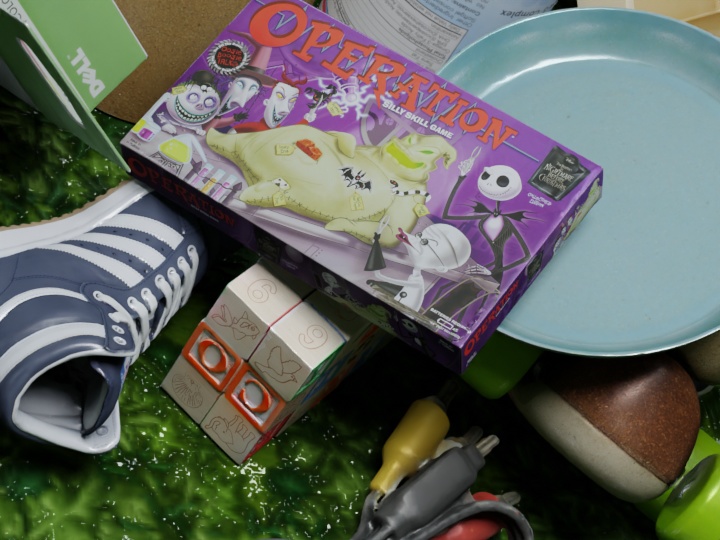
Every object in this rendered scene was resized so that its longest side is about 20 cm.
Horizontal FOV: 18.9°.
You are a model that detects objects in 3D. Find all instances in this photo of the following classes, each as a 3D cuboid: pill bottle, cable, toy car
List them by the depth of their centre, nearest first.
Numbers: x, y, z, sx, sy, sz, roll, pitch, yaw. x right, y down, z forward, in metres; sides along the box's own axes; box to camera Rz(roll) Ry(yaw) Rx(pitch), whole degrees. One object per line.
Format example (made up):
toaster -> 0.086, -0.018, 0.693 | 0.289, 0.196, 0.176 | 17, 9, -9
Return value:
cable -> 0.008, 0.136, 1.042 | 0.199, 0.050, 0.098 | -32, 91, -33
toy car -> 0.165, 0.015, 1.088 | 0.164, 0.200, 0.158 | 39, 4, -5
pill bottle -> 0.042, -0.147, 1.174 | 0.108, 0.200, 0.109 | 17, 46, -19

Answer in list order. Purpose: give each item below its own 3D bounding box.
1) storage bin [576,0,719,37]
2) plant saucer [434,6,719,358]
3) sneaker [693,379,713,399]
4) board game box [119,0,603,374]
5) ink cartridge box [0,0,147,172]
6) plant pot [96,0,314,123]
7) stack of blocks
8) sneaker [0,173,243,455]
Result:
storage bin -> 0.211, -0.243, 1.349 | 0.198, 0.093, 0.202 | -20, 108, -51
plant saucer -> 0.115, -0.040, 1.033 | 0.198, 0.028, 0.202 | -1, 57, 2
sneaker -> 0.199, -0.014, 1.244 | 0.077, 0.085, 0.201 | 28, 44, -8
board game box -> 0.000, -0.048, 1.015 | 0.199, 0.032, 0.120 | 30, 60, 21
ink cartridge box -> -0.167, -0.135, 1.036 | 0.059, 0.104, 0.200 | -43, 46, -14
plant pot -> -0.084, -0.211, 1.151 | 0.185, 0.200, 0.188 | 17, 45, -18
stack of blocks -> 0.000, 0.000, 1.083 | 0.059, 0.115, 0.200 | 43, 44, 9
sneaker -> -0.107, 0.017, 1.016 | 0.199, 0.071, 0.108 | -20, 48, -34
